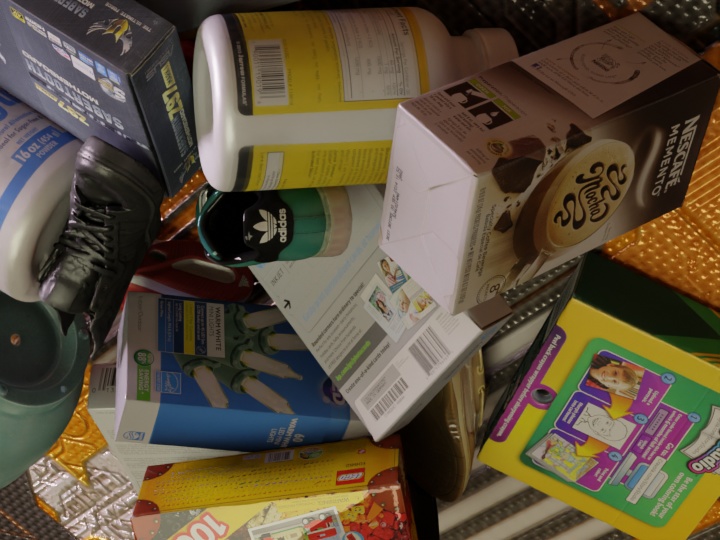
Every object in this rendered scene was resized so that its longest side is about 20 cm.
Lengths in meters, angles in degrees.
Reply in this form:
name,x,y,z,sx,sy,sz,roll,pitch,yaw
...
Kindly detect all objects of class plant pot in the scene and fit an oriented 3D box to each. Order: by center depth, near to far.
name,x,y,z,sx,sy,sz,roll,pitch,yaw
plant pot,-0.297,0.068,1.352,0.200,0.201,0.134,46,137,-18

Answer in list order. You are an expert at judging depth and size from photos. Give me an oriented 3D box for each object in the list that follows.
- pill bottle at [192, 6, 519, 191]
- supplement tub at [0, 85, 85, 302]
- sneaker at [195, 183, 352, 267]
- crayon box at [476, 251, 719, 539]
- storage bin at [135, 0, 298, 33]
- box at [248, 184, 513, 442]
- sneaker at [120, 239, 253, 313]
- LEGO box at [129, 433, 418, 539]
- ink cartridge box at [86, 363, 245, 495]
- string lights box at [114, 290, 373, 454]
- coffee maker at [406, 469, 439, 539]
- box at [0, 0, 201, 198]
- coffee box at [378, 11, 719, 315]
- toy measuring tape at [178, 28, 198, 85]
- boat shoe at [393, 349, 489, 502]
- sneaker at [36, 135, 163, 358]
name,x,y,z,sx,sy,sz,roll,pitch,yaw
pill bottle,-0.003,-0.111,1.094,0.199,0.112,0.112,-4,134,-13
supplement tub,-0.288,-0.077,1.255,0.199,0.132,0.132,31,136,13
sneaker,-0.083,-0.040,1.175,0.200,0.080,0.072,4,97,63
crayon box,0.202,0.102,1.266,0.172,0.058,0.200,25,135,0
storage bin,-0.089,-0.227,1.066,0.199,0.146,0.134,-10,134,31
box,0.000,0.000,1.221,0.200,0.041,0.156,52,135,13
sneaker,-0.189,0.019,1.357,0.199,0.078,0.116,22,133,6
LEGO box,-0.056,0.215,1.272,0.199,0.077,0.150,-8,112,6
ink cartridge box,-0.127,0.146,1.452,0.162,0.057,0.200,-2,149,10
string lights box,-0.083,0.081,1.293,0.199,0.103,0.059,6,141,-14
coffee maker,-0.037,0.216,1.413,0.199,0.135,0.192,-22,159,23
box,-0.200,-0.149,1.149,0.200,0.051,0.158,34,161,18
coffee box,0.117,-0.069,1.054,0.080,0.199,0.113,44,144,33
toy measuring tape,-0.131,-0.152,1.195,0.199,0.074,0.074,-4,128,41
boat shoe,0.069,0.098,1.312,0.074,0.066,0.201,28,142,27
sneaker,-0.186,-0.013,1.197,0.060,0.104,0.200,30,165,7
